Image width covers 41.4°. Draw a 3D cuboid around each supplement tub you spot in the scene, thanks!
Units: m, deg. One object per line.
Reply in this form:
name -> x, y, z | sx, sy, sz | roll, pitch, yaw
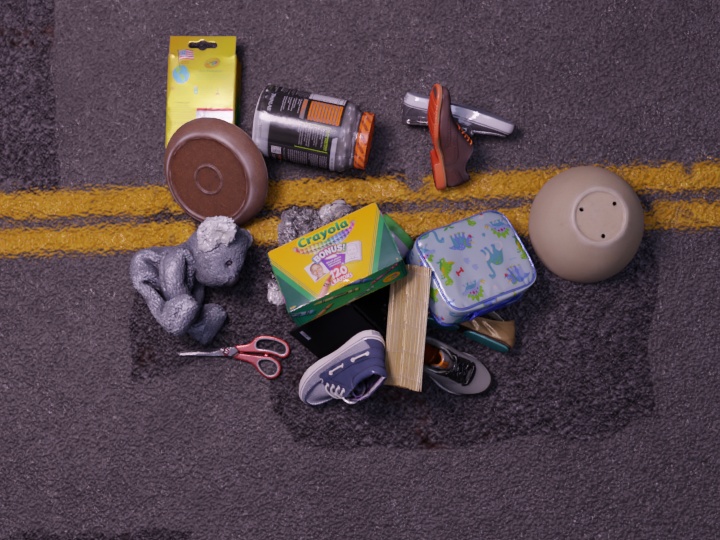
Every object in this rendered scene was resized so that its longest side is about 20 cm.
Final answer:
supplement tub -> -0.079, -0.241, 1.640 | 0.197, 0.123, 0.125 | 13, 87, 3

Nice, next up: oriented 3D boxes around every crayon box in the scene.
crayon box -> -0.037, -0.010, 1.525 | 0.198, 0.058, 0.120 | -25, 60, 2
crayon box -> -0.277, -0.310, 1.689 | 0.125, 0.051, 0.204 | 2, 88, 4

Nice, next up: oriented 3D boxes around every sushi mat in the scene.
sushi mat -> 0.075, 0.092, 1.549 | 0.012, 0.095, 0.204 | 4, 91, -36

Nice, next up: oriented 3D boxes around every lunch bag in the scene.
lunch bag -> 0.184, -0.001, 1.591 | 0.198, 0.083, 0.162 | -19, 70, -27

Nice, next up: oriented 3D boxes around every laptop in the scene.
laptop -> 0.008, 0.071, 1.621 | 0.177, 0.102, 0.202 | 43, 64, -37

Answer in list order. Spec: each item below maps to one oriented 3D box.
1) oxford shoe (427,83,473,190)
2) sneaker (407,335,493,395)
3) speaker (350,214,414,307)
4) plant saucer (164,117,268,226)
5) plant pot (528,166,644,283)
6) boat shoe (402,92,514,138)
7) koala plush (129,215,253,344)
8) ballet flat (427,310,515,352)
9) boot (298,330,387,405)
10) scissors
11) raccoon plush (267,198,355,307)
oxford shoe -> 0.153, -0.229, 1.613 | 0.071, 0.202, 0.072 | -8, 44, 1
sneaker -> 0.146, 0.163, 1.607 | 0.198, 0.079, 0.075 | 27, 86, -24
speaker -> 0.000, 0.000, 1.640 | 0.088, 0.088, 0.200 | 44, 90, 4
plant saucer -> -0.256, -0.161, 1.640 | 0.197, 0.035, 0.203 | 7, 115, 16
plant pot -> 0.389, -0.083, 1.601 | 0.197, 0.134, 0.204 | 0, 87, 3
boat shoe -> 0.166, -0.254, 1.660 | 0.197, 0.070, 0.067 | 15, 107, 0
koala plush -> -0.272, -0.011, 1.617 | 0.200, 0.177, 0.184 | -42, 75, 4
ballet flat -> 0.175, 0.081, 1.631 | 0.197, 0.069, 0.064 | 21, 74, -14
boot -> -0.033, 0.188, 1.590 | 0.072, 0.091, 0.200 | 27, 125, -29
scissors -> -0.223, 0.137, 1.682 | 0.197, 0.014, 0.074 | 13, 90, 5
raccoon plush -> -0.068, -0.028, 1.617 | 0.132, 0.096, 0.203 | 6, 83, 32
